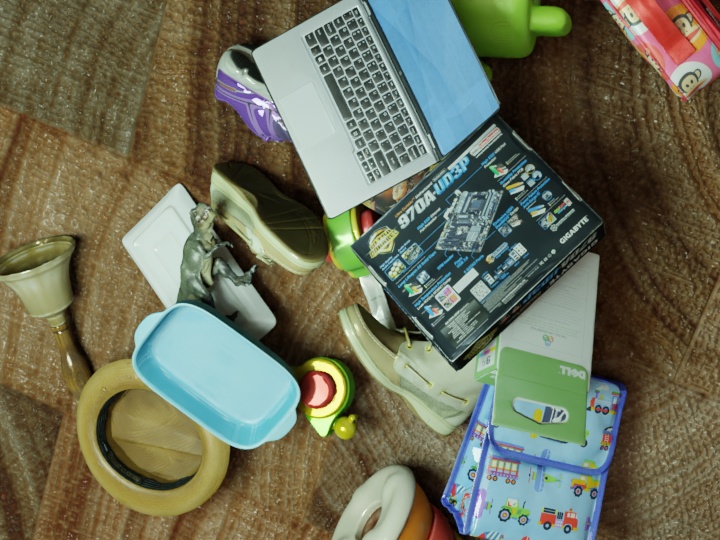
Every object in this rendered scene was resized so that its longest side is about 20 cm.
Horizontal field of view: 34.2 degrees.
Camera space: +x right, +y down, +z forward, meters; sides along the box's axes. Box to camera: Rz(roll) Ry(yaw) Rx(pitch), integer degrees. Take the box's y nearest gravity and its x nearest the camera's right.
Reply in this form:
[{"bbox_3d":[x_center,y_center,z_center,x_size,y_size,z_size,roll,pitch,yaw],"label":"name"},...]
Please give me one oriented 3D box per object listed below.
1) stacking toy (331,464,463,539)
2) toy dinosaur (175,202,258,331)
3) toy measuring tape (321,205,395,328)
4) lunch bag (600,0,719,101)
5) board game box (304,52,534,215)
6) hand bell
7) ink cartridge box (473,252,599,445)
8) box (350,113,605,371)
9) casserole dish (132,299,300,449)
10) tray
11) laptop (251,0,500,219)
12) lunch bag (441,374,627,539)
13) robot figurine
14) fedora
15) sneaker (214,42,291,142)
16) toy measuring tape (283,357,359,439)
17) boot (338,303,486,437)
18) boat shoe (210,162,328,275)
[{"bbox_3d":[0.075,0.327,1.315,0.199,0.147,0.146,37,111,-16],"label":"stacking toy"},{"bbox_3d":[-0.167,0.014,1.278,0.087,0.048,0.202,24,120,3],"label":"toy dinosaur"},{"bbox_3d":[0.000,0.000,1.258,0.072,0.074,0.203,-14,99,18],"label":"toy measuring tape"},{"bbox_3d":[0.263,-0.252,1.074,0.082,0.176,0.201,-38,92,21],"label":"lunch bag"},{"bbox_3d":[0.060,-0.113,1.195,0.198,0.035,0.137,28,93,-9],"label":"board game box"},{"bbox_3d":[-0.354,0.073,1.384,0.102,0.104,0.203,-8,112,17],"label":"hand bell"},{"bbox_3d":[0.174,0.071,1.167,0.102,0.059,0.203,15,68,-15],"label":"ink cartridge box"},{"bbox_3d":[0.113,-0.029,1.134,0.200,0.046,0.159,-43,69,0],"label":"box"},{"bbox_3d":[-0.153,0.108,1.269,0.199,0.039,0.121,37,114,-11],"label":"casserole dish"},{"bbox_3d":[-0.189,0.012,1.325,0.107,0.022,0.201,-40,79,19],"label":"tray"},{"bbox_3d":[0.007,-0.180,1.100,0.198,0.116,0.189,-27,84,8],"label":"laptop"},{"bbox_3d":[0.189,0.182,1.237,0.148,0.094,0.203,13,98,-13],"label":"lunch bag"},{"bbox_3d":[0.108,-0.269,1.145,0.197,0.116,0.179,5,99,15],"label":"robot figurine"},{"bbox_3d":[-0.233,0.186,1.370,0.197,0.082,0.204,4,104,18],"label":"fedora"},{"bbox_3d":[-0.068,-0.164,1.255,0.199,0.081,0.084,36,135,3],"label":"sneaker"},{"bbox_3d":[-0.064,0.103,1.316,0.074,0.073,0.201,-44,76,20],"label":"toy measuring tape"},{"bbox_3d":[0.086,0.071,1.234,0.154,0.072,0.200,-38,118,16],"label":"boot"},{"bbox_3d":[-0.102,-0.046,1.247,0.200,0.072,0.064,41,126,39],"label":"boat shoe"}]
